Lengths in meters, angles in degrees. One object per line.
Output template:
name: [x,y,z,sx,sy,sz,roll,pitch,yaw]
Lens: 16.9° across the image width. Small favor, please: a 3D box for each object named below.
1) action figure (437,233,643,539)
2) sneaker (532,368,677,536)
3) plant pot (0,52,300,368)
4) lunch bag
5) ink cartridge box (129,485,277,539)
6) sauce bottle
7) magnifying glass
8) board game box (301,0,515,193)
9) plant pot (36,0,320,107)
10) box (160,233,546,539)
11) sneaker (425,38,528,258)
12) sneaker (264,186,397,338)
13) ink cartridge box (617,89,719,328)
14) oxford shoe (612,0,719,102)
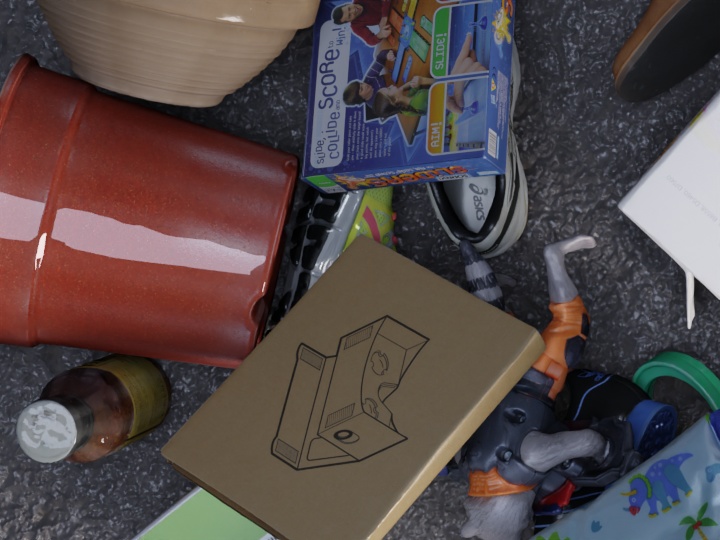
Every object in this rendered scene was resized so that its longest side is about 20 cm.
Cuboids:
action figure: [0.086,0.087,1.582,0.200,0.105,0.194,-17,63,48]
sneaker: [0.146,0.163,1.633,0.078,0.070,0.200,29,107,32]
plant pot: [-0.149,-0.025,1.608,0.195,0.201,0.201,13,96,1]
lunch bag: [0.216,0.185,1.523,0.170,0.200,0.127,-37,60,17]
ink cartridge box: [-0.082,0.167,1.597,0.148,0.200,0.076,-39,87,9]
sauce bottle: [-0.178,0.092,1.608,0.066,0.200,0.066,0,92,9]
magnifying glass: [0.240,0.146,1.618,0.080,0.022,0.200,-16,104,53]
board game box: [0.033,-0.155,1.584,0.135,0.034,0.200,-5,71,28]
plant pot: [-0.131,-0.164,1.585,0.201,0.201,0.093,15,102,8]
box: [-0.005,0.082,1.522,0.163,0.021,0.200,29,68,37]
sneaker: [0.071,-0.107,1.611,0.076,0.088,0.200,-14,90,12]
sneaker: [0.000,0.000,1.645,0.090,0.078,0.200,17,91,-19]
ink cartridge box: [0.261,-0.057,1.561,0.125,0.129,0.200,43,99,4]
oxford shoe: [0.226,-0.200,1.600,0.071,0.071,0.200,44,102,34]
